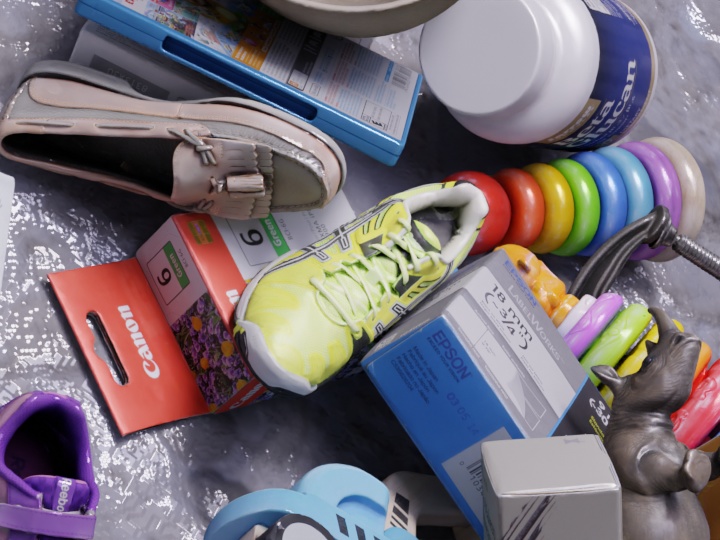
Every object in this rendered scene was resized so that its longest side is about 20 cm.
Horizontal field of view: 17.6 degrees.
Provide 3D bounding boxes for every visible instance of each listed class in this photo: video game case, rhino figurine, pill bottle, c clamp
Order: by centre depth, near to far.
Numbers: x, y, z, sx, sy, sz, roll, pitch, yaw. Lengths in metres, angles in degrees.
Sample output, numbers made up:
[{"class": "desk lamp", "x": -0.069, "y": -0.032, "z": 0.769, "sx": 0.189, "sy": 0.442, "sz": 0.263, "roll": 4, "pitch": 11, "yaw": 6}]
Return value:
[{"class": "rhino figurine", "x": 0.167, "y": 0.116, "z": 1.284, "sx": 0.060, "sy": 0.087, "sz": 0.201, "roll": 10, "pitch": 69, "yaw": -38}, {"class": "video game case", "x": -0.061, "y": -0.131, "z": 1.359, "sx": 0.199, "sy": 0.018, "sz": 0.143, "roll": 26, "pitch": 22, "yaw": -4}, {"class": "pill bottle", "x": 0.113, "y": -0.135, "z": 1.503, "sx": 0.111, "sy": 0.111, "sz": 0.200, "roll": 61, "pitch": 22, "yaw": 12}, {"class": "c clamp", "x": 0.233, "y": 0.025, "z": 1.533, "sx": 0.199, "sy": 0.172, "sz": 0.027, "roll": 25, "pitch": 4, "yaw": -18}]

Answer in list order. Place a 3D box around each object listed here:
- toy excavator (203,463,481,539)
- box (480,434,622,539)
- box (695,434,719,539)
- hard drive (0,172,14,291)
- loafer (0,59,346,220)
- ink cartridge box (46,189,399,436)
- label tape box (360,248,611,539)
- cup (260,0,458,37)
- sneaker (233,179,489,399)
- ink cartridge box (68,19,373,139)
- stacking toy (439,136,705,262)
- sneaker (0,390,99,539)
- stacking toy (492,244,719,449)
[{"class": "toy excavator", "x": 0.006, "y": 0.154, "z": 1.284, "sx": 0.194, "sy": 0.100, "sz": 0.201, "roll": 32, "pitch": 37, "yaw": -19}, {"class": "box", "x": 0.103, "y": 0.195, "z": 1.248, "sx": 0.068, "sy": 0.201, "sz": 0.082, "roll": -4, "pitch": 16, "yaw": -3}, {"class": "box", "x": 0.211, "y": 0.179, "z": 1.342, "sx": 0.097, "sy": 0.200, "sz": 0.125, "roll": 7, "pitch": 57, "yaw": -39}, {"class": "hard drive", "x": -0.281, "y": -0.027, "z": 1.216, "sx": 0.199, "sy": 0.027, "sz": 0.133, "roll": 22, "pitch": 50, "yaw": -27}, {"class": "loafer", "x": -0.110, "y": -0.062, "z": 1.305, "sx": 0.199, "sy": 0.072, "sz": 0.063, "roll": 15, "pitch": 41, "yaw": 12}, {"class": "ink cartridge box", "x": -0.071, "y": 0.019, "z": 1.335, "sx": 0.199, "sy": 0.050, "sz": 0.109, "roll": -13, "pitch": 70, "yaw": -44}, {"class": "label tape box", "x": 0.091, "y": 0.067, "z": 1.370, "sx": 0.145, "sy": 0.063, "sz": 0.200, "roll": 56, "pitch": 24, "yaw": -4}, {"class": "cup", "x": 0.000, "y": -0.218, "z": 1.382, "sx": 0.199, "sy": 0.143, "sz": 0.202, "roll": -1, "pitch": 73, "yaw": 2}, {"class": "sneaker", "x": 0.000, "y": 0.000, "z": 1.315, "sx": 0.075, "sy": 0.076, "sz": 0.200, "roll": 49, "pitch": 44, "yaw": -3}, {"class": "ink cartridge box", "x": -0.081, "y": -0.132, "z": 1.425, "sx": 0.160, "sy": 0.050, "sz": 0.200, "roll": 26, "pitch": 27, "yaw": -4}, {"class": "stacking toy", "x": 0.129, "y": -0.044, "z": 1.527, "sx": 0.199, "sy": 0.085, "sz": 0.086, "roll": -3, "pitch": 63, "yaw": -35}, {"class": "sneaker", "x": -0.165, "y": 0.143, "z": 1.148, "sx": 0.080, "sy": 0.088, "sz": 0.201, "roll": 16, "pitch": 54, "yaw": -32}, {"class": "stacking toy", "x": 0.158, "y": 0.054, "z": 1.459, "sx": 0.200, "sy": 0.116, "sz": 0.110, "roll": 41, "pitch": 70, "yaw": 5}]
